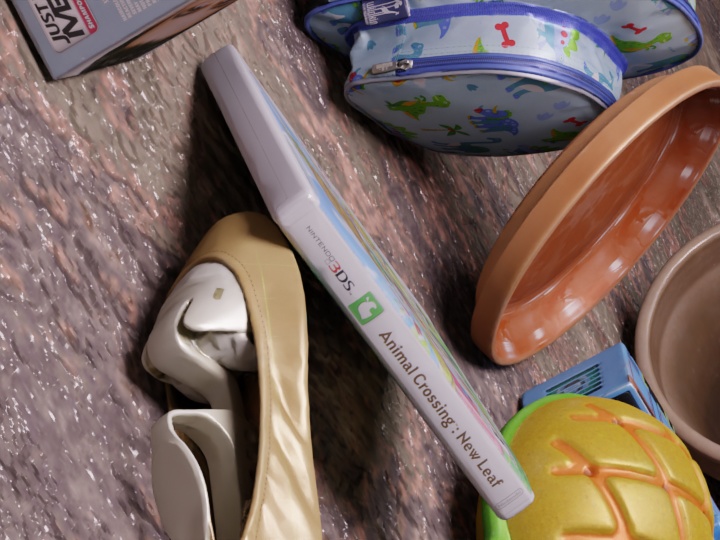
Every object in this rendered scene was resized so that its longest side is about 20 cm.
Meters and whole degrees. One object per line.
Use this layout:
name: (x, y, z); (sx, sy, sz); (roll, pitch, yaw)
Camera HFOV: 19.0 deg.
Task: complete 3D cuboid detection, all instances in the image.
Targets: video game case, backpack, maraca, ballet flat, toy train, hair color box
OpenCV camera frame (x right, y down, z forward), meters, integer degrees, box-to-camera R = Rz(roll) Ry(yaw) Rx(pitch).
video game case: (0.000, 0.000, 0.972); (0.182, 0.022, 0.200); (54, 4, -26)
backpack: (0.087, -0.147, 1.190); (0.183, 0.198, 0.148); (27, 57, -60)
maraca: (0.108, 0.139, 1.050); (0.137, 0.107, 0.200); (44, 41, -4)
ballet flat: (-0.052, 0.050, 0.821); (0.063, 0.069, 0.201); (24, 41, -38)
toy train: (0.163, 0.143, 1.206); (0.201, 0.086, 0.114); (57, 16, -19)
hair color box: (-0.043, -0.155, 0.884); (0.061, 0.199, 0.099); (62, 20, -2)

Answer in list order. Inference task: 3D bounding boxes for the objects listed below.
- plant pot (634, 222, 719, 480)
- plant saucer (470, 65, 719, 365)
plant pot: (0.297, 0.085, 1.494); (0.175, 0.199, 0.202); (66, 10, -57)
plant saucer: (0.130, -0.033, 1.190); (0.032, 0.201, 0.200); (41, 14, 18)
